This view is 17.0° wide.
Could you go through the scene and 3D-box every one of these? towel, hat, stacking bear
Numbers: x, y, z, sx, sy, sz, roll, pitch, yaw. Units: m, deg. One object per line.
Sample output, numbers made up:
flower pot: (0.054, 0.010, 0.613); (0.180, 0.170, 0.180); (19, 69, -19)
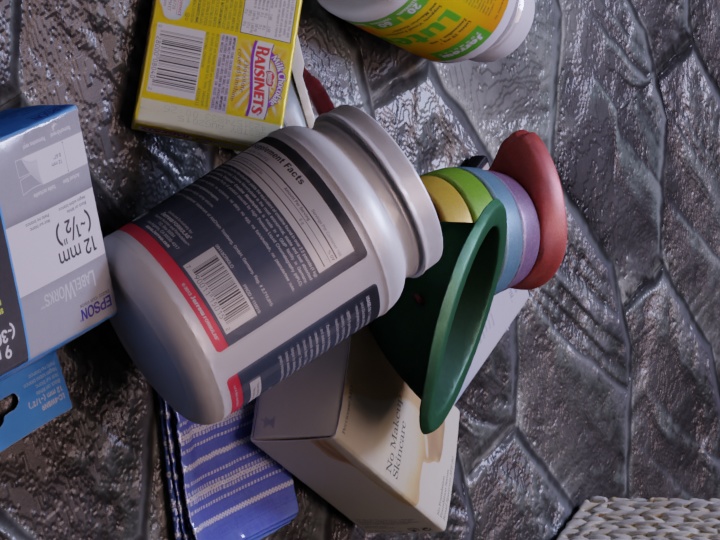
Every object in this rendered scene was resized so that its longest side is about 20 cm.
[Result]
towel: (-0.092, 0.097, 1.689); (0.145, 0.024, 0.201); (-20, 106, -58)
hat: (0.000, 0.000, 1.712); (0.166, 0.175, 0.200); (95, 17, -46)
stacking bear: (0.052, -0.027, 1.833); (0.199, 0.121, 0.114); (-9, 65, -39)

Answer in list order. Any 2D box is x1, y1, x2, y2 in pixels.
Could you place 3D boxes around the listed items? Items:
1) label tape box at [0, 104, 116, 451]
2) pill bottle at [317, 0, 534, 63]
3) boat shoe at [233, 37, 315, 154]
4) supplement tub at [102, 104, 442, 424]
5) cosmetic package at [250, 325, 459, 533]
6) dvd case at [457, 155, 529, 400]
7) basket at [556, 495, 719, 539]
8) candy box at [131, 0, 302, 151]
label tape box: (-0.216, 0.014, 1.455); (0.143, 0.066, 0.201); (-31, 114, -54)
pill bottle: (0.053, -0.223, 1.846); (0.200, 0.110, 0.112); (18, 74, -56)
boat shoe: (-0.068, -0.111, 1.717); (0.061, 0.073, 0.201); (-19, 119, -14)
supplement tub: (-0.061, -0.006, 1.565); (0.199, 0.140, 0.141); (-33, 122, -17)
cosmetic package: (0.000, 0.114, 1.771); (0.200, 0.071, 0.106); (43, 49, -55)
dvd case: (0.077, 0.017, 1.967); (0.200, 0.017, 0.143); (-51, 132, -45)
basket: (0.269, 0.319, 2.103); (0.161, 0.197, 0.201); (-44, 125, -52)
candy box: (-0.091, -0.184, 1.639); (0.102, 0.026, 0.201); (12, 76, -13)
